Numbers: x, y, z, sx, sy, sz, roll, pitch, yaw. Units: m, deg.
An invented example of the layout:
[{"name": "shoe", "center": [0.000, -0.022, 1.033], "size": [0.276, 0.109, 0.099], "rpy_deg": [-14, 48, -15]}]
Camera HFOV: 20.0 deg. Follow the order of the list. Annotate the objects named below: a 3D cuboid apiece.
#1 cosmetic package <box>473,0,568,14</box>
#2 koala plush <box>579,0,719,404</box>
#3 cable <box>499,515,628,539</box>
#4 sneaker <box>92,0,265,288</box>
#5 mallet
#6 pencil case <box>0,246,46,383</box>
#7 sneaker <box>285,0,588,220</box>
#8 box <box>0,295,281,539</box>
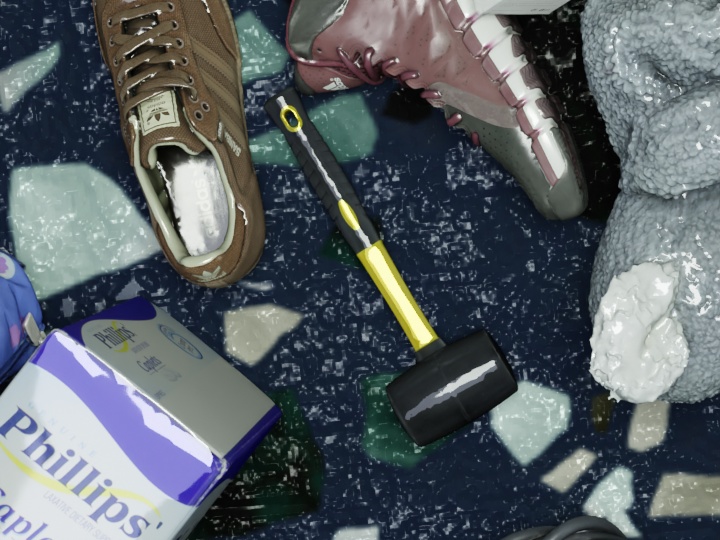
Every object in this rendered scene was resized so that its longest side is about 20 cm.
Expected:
[{"name": "cosmetic package", "center": [0.078, -0.233, 0.989], "size": [0.050, 0.082, 0.201], "rpy_deg": [-4, 78, -31]}, {"name": "koala plush", "center": [0.170, -0.027, 0.990], "size": [0.183, 0.177, 0.201], "rpy_deg": [20, 96, 14]}, {"name": "cable", "center": [0.096, 0.220, 1.066], "size": [0.199, 0.051, 0.164], "rpy_deg": [-32, 91, 6]}, {"name": "sneaker", "center": [-0.093, -0.089, 1.045], "size": [0.070, 0.076, 0.201], "rpy_deg": [-18, 93, 6]}, {"name": "mallet", "center": [0.000, 0.000, 1.067], "size": [0.066, 0.041, 0.200], "rpy_deg": [-38, 87, 3]}, {"name": "pencil case", "center": [-0.212, 0.045, 1.008], "size": [0.086, 0.200, 0.079], "rpy_deg": [8, 104, 2]}, {"name": "sneaker", "center": [0.030, -0.097, 1.043], "size": [0.115, 0.076, 0.201], "rpy_deg": [-28, 81, 11]}, {"name": "box", "center": [-0.147, 0.126, 1.012], "size": [0.105, 0.184, 0.200], "rpy_deg": [37, 97, 2]}]
